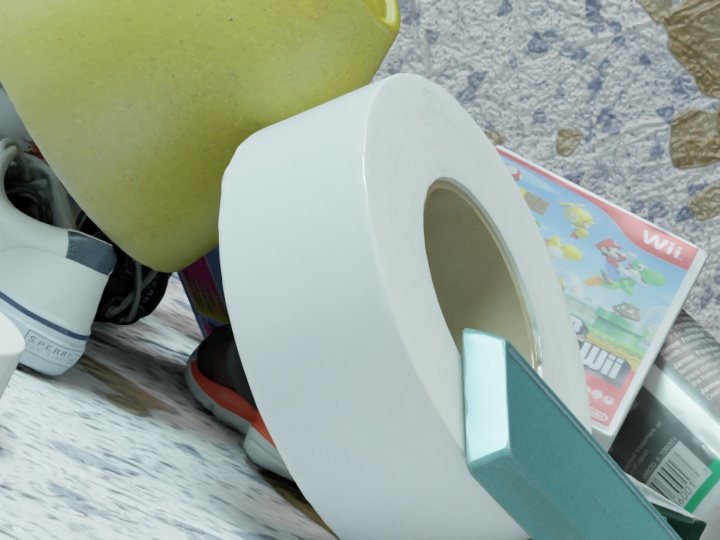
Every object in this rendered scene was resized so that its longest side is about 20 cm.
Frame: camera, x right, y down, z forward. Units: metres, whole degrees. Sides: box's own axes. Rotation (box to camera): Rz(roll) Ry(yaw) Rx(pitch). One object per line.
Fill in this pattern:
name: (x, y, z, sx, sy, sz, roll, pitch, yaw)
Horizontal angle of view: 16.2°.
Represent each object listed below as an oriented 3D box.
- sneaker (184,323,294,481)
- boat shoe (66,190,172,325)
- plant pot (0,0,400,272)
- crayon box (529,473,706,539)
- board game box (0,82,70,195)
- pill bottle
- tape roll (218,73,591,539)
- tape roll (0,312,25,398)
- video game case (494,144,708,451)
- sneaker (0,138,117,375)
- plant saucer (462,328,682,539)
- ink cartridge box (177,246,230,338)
sneaker: (-0.022, 0.047, 1.192, 0.077, 0.082, 0.200, 25, 4, -22)
boat shoe: (-0.130, -0.003, 1.279, 0.068, 0.072, 0.200, 31, 2, 2)
plant pot: (-0.066, -0.119, 1.137, 0.200, 0.142, 0.200, 57, 16, -26)
crayon box: (0.067, 0.098, 1.322, 0.127, 0.051, 0.200, 22, 7, -45)
board game box: (-0.179, -0.117, 1.203, 0.200, 0.035, 0.126, 33, 33, -32)
pill bottle: (0.161, 0.074, 1.475, 0.200, 0.113, 0.113, 46, 13, 26)
tape roll: (0.023, 0.023, 1.055, 0.202, 0.071, 0.203, 49, 29, -40)
tape roll: (-0.218, 0.000, 0.913, 0.203, 0.037, 0.203, 26, 5, -3)
video game case: (0.104, 0.012, 1.413, 0.143, 0.017, 0.200, 27, 37, 7)
sneaker: (-0.170, -0.027, 1.155, 0.200, 0.071, 0.073, 39, 6, 40)
plant saucer: (0.096, 0.100, 1.042, 0.200, 0.019, 0.070, 47, 32, -42)
ink cartridge box: (0.000, 0.000, 1.252, 0.200, 0.076, 0.137, 17, -38, 36)
